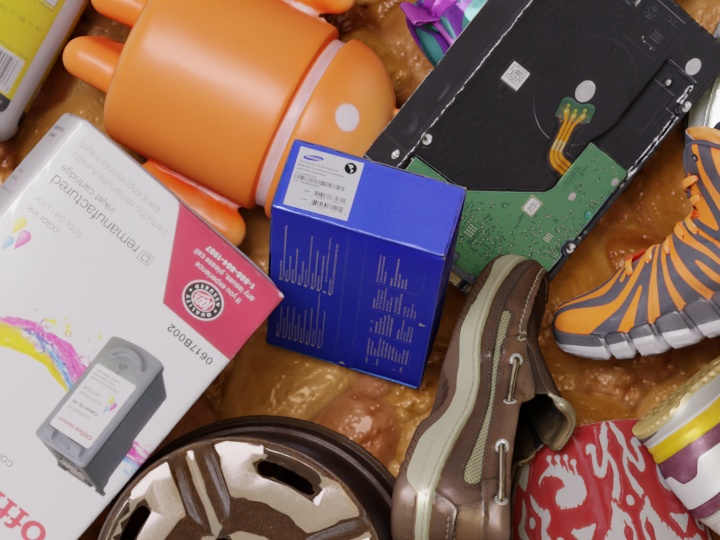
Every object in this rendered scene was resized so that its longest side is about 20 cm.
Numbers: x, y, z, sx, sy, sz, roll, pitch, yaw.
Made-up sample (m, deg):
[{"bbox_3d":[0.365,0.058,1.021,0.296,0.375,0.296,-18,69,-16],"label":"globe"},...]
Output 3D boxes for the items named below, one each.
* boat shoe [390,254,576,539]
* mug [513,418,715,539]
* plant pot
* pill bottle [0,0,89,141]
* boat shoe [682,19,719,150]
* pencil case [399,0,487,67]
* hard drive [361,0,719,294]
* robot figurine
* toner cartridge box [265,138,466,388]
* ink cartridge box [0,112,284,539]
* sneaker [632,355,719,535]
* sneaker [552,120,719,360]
[{"bbox_3d":[0.080,0.076,1.411,0.075,0.075,0.203,10,50,15],"label":"boat shoe"},{"bbox_3d":[0.152,0.199,1.442,0.133,0.177,0.201,-21,64,18],"label":"mug"},{"bbox_3d":[-0.058,0.169,1.413,0.200,0.198,0.201,0,82,1],"label":"plant pot"},{"bbox_3d":[-0.202,-0.183,1.508,0.112,0.112,0.200,28,84,5],"label":"pill bottle"},{"bbox_3d":[0.233,-0.127,1.509,0.074,0.068,0.201,14,84,1],"label":"boat shoe"},{"bbox_3d":[0.123,-0.176,1.506,0.200,0.092,0.085,-39,45,-3],"label":"pencil case"},{"bbox_3d":[0.097,-0.082,1.468,0.140,0.038,0.200,34,97,-37],"label":"hard drive"},{"bbox_3d":[-0.065,-0.101,1.490,0.200,0.117,0.144,27,60,5],"label":"robot figurine"},{"bbox_3d":[0.000,0.000,1.431,0.095,0.200,0.043,18,68,4],"label":"toner cartridge box"},{"bbox_3d":[-0.160,0.038,1.386,0.148,0.086,0.200,41,85,-13],"label":"ink cartridge box"},{"bbox_3d":[0.230,0.080,1.446,0.200,0.075,0.090,-30,85,-41],"label":"sneaker"},{"bbox_3d":[0.183,-0.022,1.456,0.200,0.078,0.112,-16,101,31],"label":"sneaker"}]
